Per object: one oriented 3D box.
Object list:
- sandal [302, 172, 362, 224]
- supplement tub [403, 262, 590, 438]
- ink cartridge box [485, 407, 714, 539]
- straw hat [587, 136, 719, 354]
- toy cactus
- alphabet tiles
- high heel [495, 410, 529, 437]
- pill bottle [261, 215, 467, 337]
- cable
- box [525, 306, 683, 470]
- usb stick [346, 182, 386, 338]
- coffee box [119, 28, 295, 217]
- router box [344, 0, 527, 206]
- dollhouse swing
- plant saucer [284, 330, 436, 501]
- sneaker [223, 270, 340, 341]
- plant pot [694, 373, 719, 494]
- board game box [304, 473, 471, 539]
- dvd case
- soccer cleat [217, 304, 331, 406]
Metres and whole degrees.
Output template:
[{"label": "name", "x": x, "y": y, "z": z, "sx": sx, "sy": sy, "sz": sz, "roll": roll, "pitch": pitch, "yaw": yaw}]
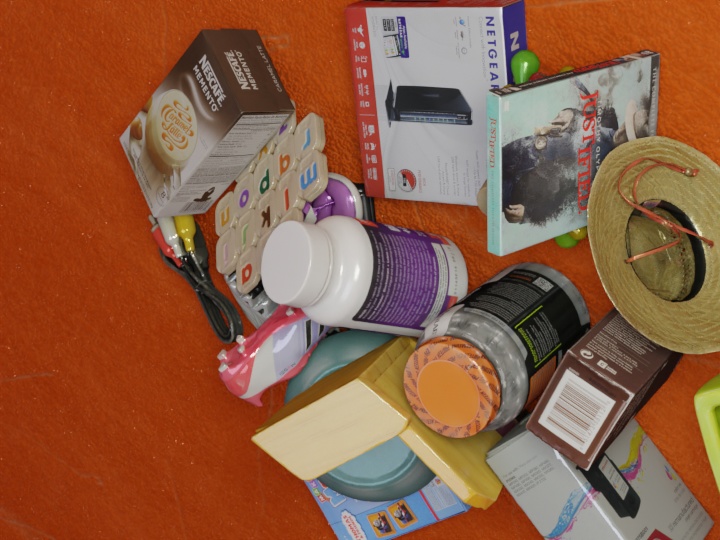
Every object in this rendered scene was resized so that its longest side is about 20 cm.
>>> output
[{"label": "sandal", "x": -0.069, "y": -0.058, "z": 1.473, "sx": 0.202, "sy": 0.050, "sz": 0.083, "roll": -3, "pitch": 106, "yaw": 53}, {"label": "supplement tub", "x": 0.133, "y": 0.078, "z": 1.318, "sx": 0.122, "sy": 0.200, "sz": 0.123, "roll": 14, "pitch": 116, "yaw": 30}, {"label": "ink cartridge box", "x": 0.238, "y": 0.219, "z": 1.340, "sx": 0.200, "sy": 0.146, "sz": 0.083, "roll": 53, "pitch": 129, "yaw": 4}, {"label": "straw hat", "x": 0.266, "y": -0.013, "z": 1.222, "sx": 0.201, "sy": 0.201, "sz": 0.085, "roll": 56, "pitch": 152, "yaw": 2}, {"label": "toy cactus", "x": 0.166, "y": -0.095, "z": 1.242, "sx": 0.102, "sy": 0.165, "sz": 0.201, "roll": 11, "pitch": 125, "yaw": 31}, {"label": "alphabet tiles", "x": -0.099, "y": -0.081, "z": 1.462, "sx": 0.200, "sy": 0.015, "sz": 0.196, "roll": -39, "pitch": 44, "yaw": 39}, {"label": "high heel", "x": 0.191, "y": 0.239, "z": 1.436, "sx": 0.200, "sy": 0.067, "sz": 0.096, "roll": 54, "pitch": 125, "yaw": 21}, {"label": "pill bottle", "x": 0.003, "y": 0.005, "z": 1.365, "sx": 0.111, "sy": 0.199, "sz": 0.112, "roll": -13, "pitch": 73, "yaw": 48}, {"label": "cable", "x": -0.202, "y": 0.006, "z": 1.595, "sx": 0.097, "sy": 0.050, "sz": 0.201, "roll": -41, "pitch": 62, "yaw": 43}, {"label": "box", "x": 0.240, "y": 0.090, "z": 1.247, "sx": 0.075, "sy": 0.200, "sz": 0.100, "roll": 34, "pitch": 127, "yaw": 16}, {"label": "usb stick", "x": 0.000, "y": 0.000, "z": 1.489, "sx": 0.055, "sy": 0.033, "sz": 0.201, "roll": 3, "pitch": 111, "yaw": 28}, {"label": "coffee box", "x": -0.173, "y": -0.161, "z": 1.492, "sx": 0.200, "sy": 0.080, "sz": 0.115, "roll": -44, "pitch": 65, "yaw": 39}, {"label": "router box", "x": 0.080, "y": -0.169, "z": 1.345, "sx": 0.179, "sy": 0.049, "sz": 0.201, "roll": 7, "pitch": 113, "yaw": 34}, {"label": "dollhouse swing", "x": 0.029, "y": 0.179, "z": 1.367, "sx": 0.181, "sy": 0.200, "sz": 0.176, "roll": -31, "pitch": 92, "yaw": 18}, {"label": "plant saucer", "x": 0.005, "y": 0.166, "z": 1.494, "sx": 0.199, "sy": 0.036, "sz": 0.201, "roll": 3, "pitch": 102, "yaw": 14}, {"label": "sneaker", "x": -0.087, "y": 0.058, "z": 1.561, "sx": 0.200, "sy": 0.075, "sz": 0.081, "roll": 54, "pitch": 159, "yaw": -6}, {"label": "plant pot", "x": 0.428, "y": 0.146, "z": 1.149, "sx": 0.199, "sy": 0.181, "sz": 0.200, "roll": -13, "pitch": 102, "yaw": 39}, {"label": "board game box", "x": 0.022, "y": 0.237, "z": 1.574, "sx": 0.200, "sy": 0.037, "sz": 0.152, "roll": -29, "pitch": 92, "yaw": 38}, {"label": "dvd case", "x": 0.191, "y": -0.107, "z": 1.199, "sx": 0.022, "sy": 0.199, "sz": 0.147, "roll": 24, "pitch": 124, "yaw": 47}, {"label": "soccer cleat", "x": -0.070, "y": 0.070, "z": 1.486, "sx": 0.200, "sy": 0.067, "sz": 0.076, "roll": -39, "pitch": 117, "yaw": 11}]
